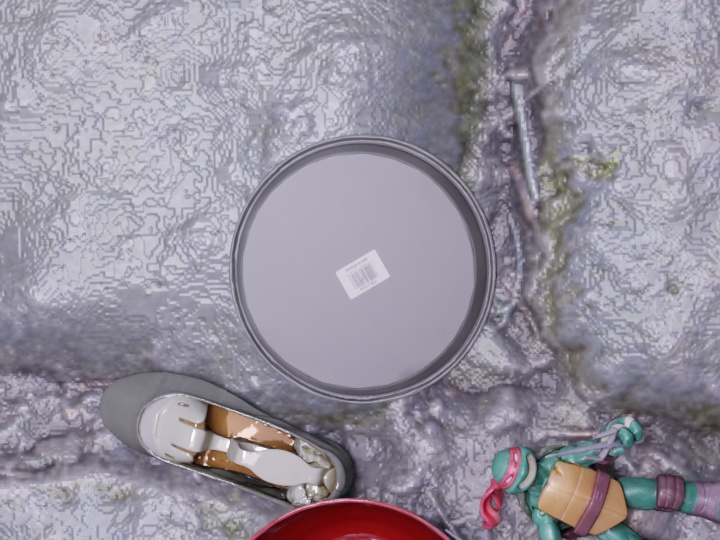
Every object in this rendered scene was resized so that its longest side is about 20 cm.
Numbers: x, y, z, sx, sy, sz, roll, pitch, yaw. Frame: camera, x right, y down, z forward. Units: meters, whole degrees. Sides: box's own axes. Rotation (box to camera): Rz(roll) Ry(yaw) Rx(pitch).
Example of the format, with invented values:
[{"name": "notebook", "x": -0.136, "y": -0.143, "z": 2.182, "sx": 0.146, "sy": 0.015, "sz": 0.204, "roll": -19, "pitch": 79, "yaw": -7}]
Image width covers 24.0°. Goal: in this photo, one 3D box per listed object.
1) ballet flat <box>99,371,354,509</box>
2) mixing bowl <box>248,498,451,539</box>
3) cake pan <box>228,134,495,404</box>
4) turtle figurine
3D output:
[{"name": "ballet flat", "x": -0.100, "y": 0.124, "z": 1.240, "sx": 0.199, "sy": 0.064, "sz": 0.068, "roll": 19, "pitch": 94, "yaw": 3}, {"name": "mixing bowl", "x": -0.002, "y": 0.252, "z": 1.215, "sx": 0.199, "sy": 0.108, "sz": 0.201, "roll": 0, "pitch": 94, "yaw": 5}, {"name": "cake pan", "x": 0.000, "y": 0.000, "z": 1.241, "sx": 0.199, "sy": 0.037, "sz": 0.201, "roll": 0, "pitch": 93, "yaw": 3}, {"name": "turtle figurine", "x": 0.165, "y": 0.165, "z": 1.207, "sx": 0.199, "sy": 0.101, "sz": 0.150, "roll": 20, "pitch": 105, "yaw": -11}]
